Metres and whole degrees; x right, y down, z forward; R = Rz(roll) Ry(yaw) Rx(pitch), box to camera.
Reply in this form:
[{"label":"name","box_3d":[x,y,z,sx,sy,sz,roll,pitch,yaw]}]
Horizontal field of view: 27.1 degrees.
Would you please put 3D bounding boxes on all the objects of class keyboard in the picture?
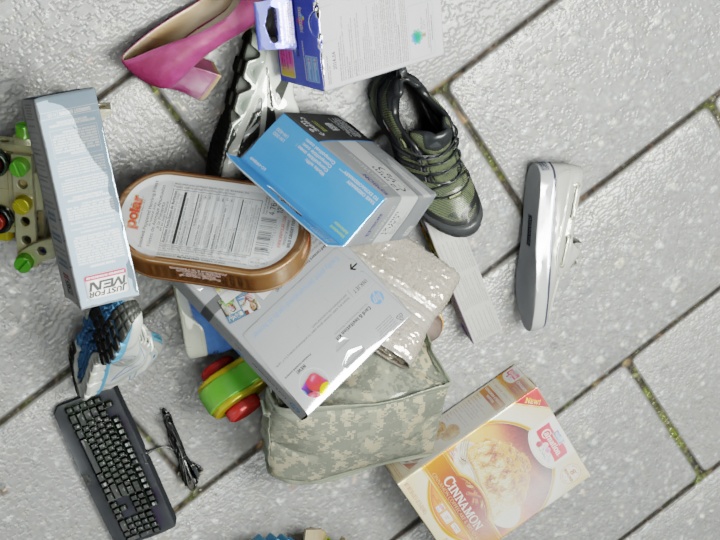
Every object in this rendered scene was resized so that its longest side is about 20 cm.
[{"label":"keyboard","box_3d":[-0.251,0.212,1.678,0.127,0.021,0.200,-24,117,-8]}]

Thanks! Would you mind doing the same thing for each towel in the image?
[{"label":"towel","box_3d":[0.000,0.000,1.597,0.200,0.034,0.133,33,64,-3]}]

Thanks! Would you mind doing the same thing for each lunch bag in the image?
[{"label":"lunch bag","box_3d":[-0.018,0.149,1.647,0.200,0.118,0.164,-13,147,-14]}]

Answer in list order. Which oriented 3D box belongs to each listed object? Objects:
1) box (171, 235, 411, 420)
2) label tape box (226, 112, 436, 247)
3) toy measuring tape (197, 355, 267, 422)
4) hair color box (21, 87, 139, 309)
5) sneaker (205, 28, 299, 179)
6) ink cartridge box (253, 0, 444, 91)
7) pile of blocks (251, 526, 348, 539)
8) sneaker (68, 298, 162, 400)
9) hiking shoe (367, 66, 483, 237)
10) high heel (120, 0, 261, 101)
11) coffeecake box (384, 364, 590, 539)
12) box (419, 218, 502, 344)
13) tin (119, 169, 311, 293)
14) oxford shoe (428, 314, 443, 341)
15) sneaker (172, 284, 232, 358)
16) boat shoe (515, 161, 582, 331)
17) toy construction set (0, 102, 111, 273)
[{"label":"box","box_3d":[-0.071,0.027,1.526,0.200,0.041,0.156,46,72,2]},{"label":"label tape box","box_3d":[-0.026,-0.093,1.502,0.143,0.200,0.066,41,107,16]},{"label":"toy measuring tape","box_3d":[-0.128,0.113,1.606,0.074,0.074,0.200,10,148,-22]},{"label":"hair color box","box_3d":[-0.268,-0.070,1.422,0.061,0.099,0.200,-13,100,-17]},{"label":"sneaker","box_3d":[-0.104,-0.143,1.553,0.088,0.074,0.200,14,106,-21]},{"label":"ink cartridge box","box_3d":[-0.014,-0.264,1.494,0.200,0.076,0.136,-23,119,-38]},{"label":"pile of blocks","box_3d":[-0.089,0.335,1.762,0.200,0.062,0.082,7,96,-29]},{"label":"sneaker","box_3d":[-0.245,0.069,1.556,0.087,0.200,0.075,-12,73,-26]},{"label":"hiking shoe","box_3d":[0.071,-0.121,1.582,0.076,0.101,0.200,-31,98,-6]},{"label":"high heel","box_3d":[-0.155,-0.267,1.492,0.096,0.067,0.200,21,116,-35]},{"label":"coffeecake box","box_3d":[0.151,0.235,1.790,0.200,0.073,0.154,-35,116,-3]},{"label":"box","box_3d":[0.108,-0.010,1.697,0.041,0.039,0.200,-27,117,-5]},{"label":"tin","box_3d":[-0.149,-0.042,1.487,0.200,0.112,0.042,8,149,6]},{"label":"oxford shoe","box_3d":[0.009,0.053,1.670,0.200,0.073,0.071,13,106,-23]},{"label":"sneaker","box_3d":[-0.148,-0.003,1.591,0.111,0.077,0.200,-12,118,-7]},{"label":"boat shoe","box_3d":[0.221,-0.027,1.714,0.066,0.072,0.200,-1,103,-13]},{"label":"toy construction set","box_3d":[-0.308,-0.079,1.501,0.131,0.092,0.200,6,102,6]}]
